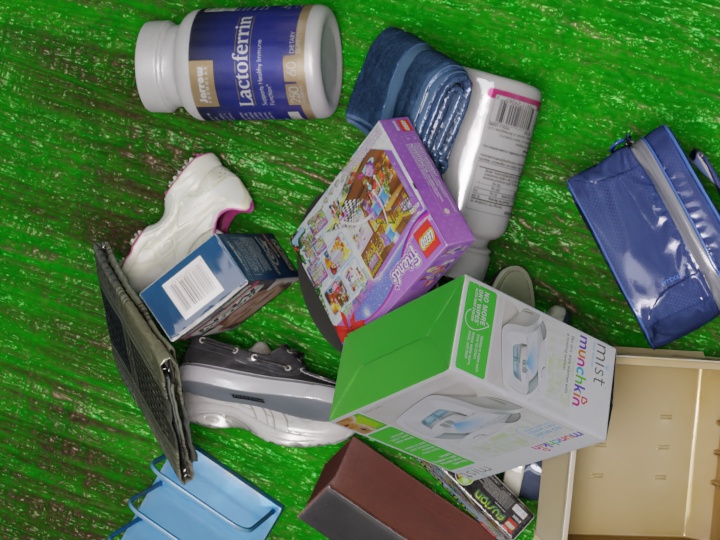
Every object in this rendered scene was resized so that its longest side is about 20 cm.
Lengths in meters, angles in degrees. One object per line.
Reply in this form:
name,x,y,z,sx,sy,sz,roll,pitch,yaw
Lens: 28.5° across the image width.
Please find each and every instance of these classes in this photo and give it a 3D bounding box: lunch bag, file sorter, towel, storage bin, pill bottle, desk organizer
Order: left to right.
towel,-0.214,0.093,1.441,0.034,0.194,0.200,-20,47,-19
file sorter,-0.201,0.307,1.504,0.138,0.123,0.201,32,99,10
pill bottle,-0.125,-0.213,1.464,0.198,0.116,0.117,0,93,13
desk organizer,0.044,0.267,1.469,0.199,0.077,0.072,35,133,-7
towel,0.045,-0.169,1.386,0.048,0.200,0.113,13,106,-22
pill bottle,0.104,-0.097,1.420,0.112,0.113,0.202,16,96,11
storage bin,0.278,0.180,1.376,0.196,0.094,0.203,4,93,-13
lunch bag,0.293,-0.041,1.364,0.131,0.136,0.202,-27,76,8

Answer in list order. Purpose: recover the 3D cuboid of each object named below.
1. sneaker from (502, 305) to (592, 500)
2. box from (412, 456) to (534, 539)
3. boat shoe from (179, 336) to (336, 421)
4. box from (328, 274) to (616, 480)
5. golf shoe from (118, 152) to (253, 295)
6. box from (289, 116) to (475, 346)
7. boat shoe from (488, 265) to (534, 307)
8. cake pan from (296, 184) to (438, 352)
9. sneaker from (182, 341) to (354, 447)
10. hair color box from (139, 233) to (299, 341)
sneaker,0.203,0.138,1.436,0.084,0.075,0.202,12,101,5
box,0.087,0.192,1.439,0.200,0.110,0.035,44,80,8
boat shoe,-0.087,0.105,1.446,0.198,0.070,0.067,8,67,10
box,0.100,0.102,1.283,0.175,0.199,0.098,26,60,-24
golf shoe,-0.191,-0.025,1.511,0.091,0.075,0.201,36,101,5
box,0.016,-0.029,1.336,0.200,0.039,0.138,-49,61,46
boat shoe,0.127,0.090,1.451,0.066,0.074,0.202,18,106,55
cake pan,0.000,0.000,1.427,0.199,0.036,0.203,18,113,49
sneaker,-0.096,0.128,1.497,0.198,0.078,0.101,11,91,10
hair color box,-0.137,0.015,1.433,0.100,0.200,0.061,-37,84,11
